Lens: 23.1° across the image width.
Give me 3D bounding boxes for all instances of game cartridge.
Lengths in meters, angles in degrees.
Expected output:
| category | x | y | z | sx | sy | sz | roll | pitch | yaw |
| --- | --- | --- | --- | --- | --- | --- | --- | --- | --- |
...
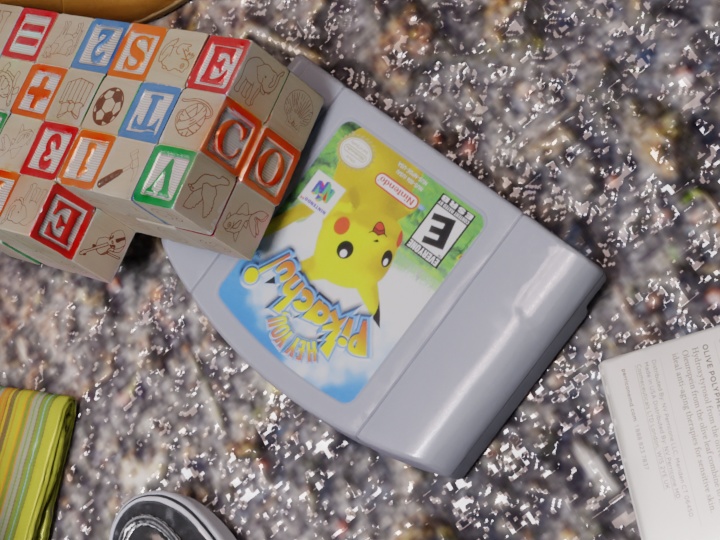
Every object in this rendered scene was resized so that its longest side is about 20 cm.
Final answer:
| category | x | y | z | sx | sy | sz | roll | pitch | yaw |
| --- | --- | --- | --- | --- | --- | --- | --- | --- | --- |
| game cartridge | 0.000 | 0.000 | 0.814 | 0.200 | 0.040 | 0.134 | 37 | 95 | 31 |

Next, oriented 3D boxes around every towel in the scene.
| category | x | y | z | sx | sy | sz | roll | pitch | yaw |
| --- | --- | --- | --- | --- | --- | --- | --- | --- | --- |
| towel | -0.237 | 0.095 | 0.910 | 0.199 | 0.018 | 0.086 | 5 | 72 | 28 |

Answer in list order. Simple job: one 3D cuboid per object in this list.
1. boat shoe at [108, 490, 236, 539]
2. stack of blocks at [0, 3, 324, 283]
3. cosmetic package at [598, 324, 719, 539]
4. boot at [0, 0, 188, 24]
| category | x | y | z | sx | sy | sz | roll | pitch | yaw |
| --- | --- | --- | --- | --- | --- | --- | --- | --- | --- |
| boat shoe | -0.079 | 0.186 | 0.769 | 0.072 | 0.068 | 0.201 | -24 | 64 | 17 |
| stack of blocks | -0.125 | -0.058 | 0.855 | 0.200 | 0.059 | 0.115 | 13 | 76 | 42 |
| cosmetic package | 0.204 | 0.055 | 0.653 | 0.199 | 0.108 | 0.085 | -19 | 64 | 18 |
| boot | -0.172 | -0.178 | 0.895 | 0.201 | 0.144 | 0.071 | -13 | 68 | 22 |
